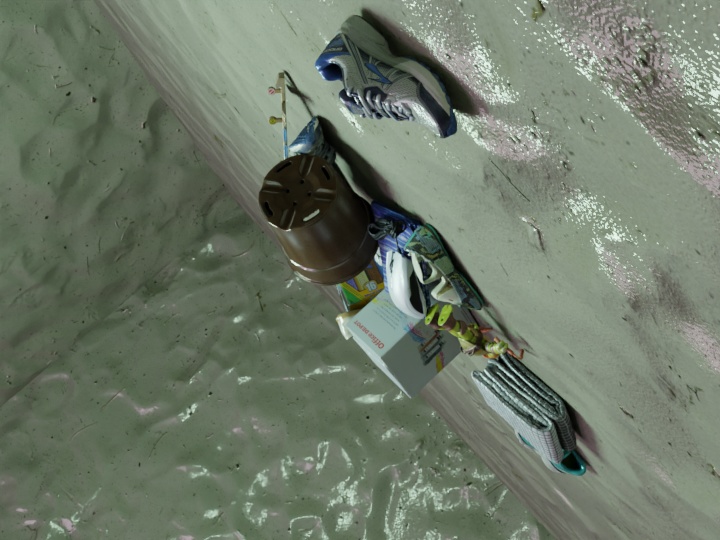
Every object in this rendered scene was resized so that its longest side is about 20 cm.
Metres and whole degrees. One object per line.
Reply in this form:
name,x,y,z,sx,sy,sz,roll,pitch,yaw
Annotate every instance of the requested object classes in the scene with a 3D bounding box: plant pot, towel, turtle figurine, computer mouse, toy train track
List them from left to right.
toy train track,-0.150,-0.264,1.531,0.115,0.032,0.201,-98,6,-52
plant pot,-0.083,-0.100,1.539,0.200,0.200,0.198,45,176,28
computer mouse,0.067,0.003,1.487,0.110,0.044,0.201,14,126,61
towel,0.072,-0.021,1.528,0.145,0.024,0.201,32,139,50
turtle figurine,0.194,0.118,1.508,0.161,0.065,0.200,31,-178,-19
towel,0.317,0.257,1.597,0.200,0.086,0.166,41,171,36

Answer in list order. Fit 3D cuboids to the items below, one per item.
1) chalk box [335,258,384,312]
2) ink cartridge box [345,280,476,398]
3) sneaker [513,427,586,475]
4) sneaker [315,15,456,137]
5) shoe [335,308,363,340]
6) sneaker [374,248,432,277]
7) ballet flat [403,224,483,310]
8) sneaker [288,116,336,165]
chalk box,0.000,0.000,1.830,0.125,0.123,0.201,79,169,-61
ink cartridge box,0.104,0.116,1.655,0.145,0.200,0.145,39,168,52
sneaker,0.393,0.352,1.715,0.200,0.078,0.080,42,166,-23
sneaker,0.025,-0.198,0.941,0.200,0.085,0.077,44,172,29
shoe,0.049,0.095,1.752,0.070,0.199,0.054,103,149,-66
sneaker,0.072,-0.033,1.624,0.200,0.075,0.081,37,157,55
ballet flat,0.138,0.011,1.447,0.200,0.074,0.074,52,172,-24
sneaker,-0.079,-0.227,1.558,0.085,0.077,0.200,39,180,-5
